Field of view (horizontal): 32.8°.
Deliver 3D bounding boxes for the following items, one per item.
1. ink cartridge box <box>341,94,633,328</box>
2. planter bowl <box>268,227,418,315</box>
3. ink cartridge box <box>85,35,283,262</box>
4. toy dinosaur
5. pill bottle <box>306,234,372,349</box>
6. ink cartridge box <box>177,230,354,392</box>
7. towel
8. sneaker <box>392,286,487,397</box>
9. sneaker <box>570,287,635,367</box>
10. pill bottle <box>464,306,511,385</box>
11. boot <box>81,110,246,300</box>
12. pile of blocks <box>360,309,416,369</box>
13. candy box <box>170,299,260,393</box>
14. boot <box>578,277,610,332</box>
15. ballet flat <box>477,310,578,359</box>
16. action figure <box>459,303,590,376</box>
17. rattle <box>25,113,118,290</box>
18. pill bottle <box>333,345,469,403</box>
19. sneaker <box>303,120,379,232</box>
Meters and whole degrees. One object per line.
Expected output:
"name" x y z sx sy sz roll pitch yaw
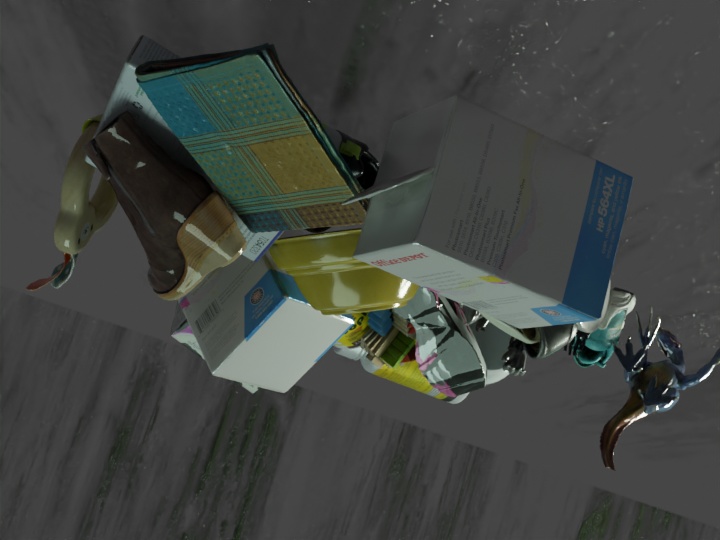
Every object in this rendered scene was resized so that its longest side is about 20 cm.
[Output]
"ink cartridge box" 0.096 -0.047 0.995 0.198 0.127 0.128 23 167 -21
"planter bowl" 0.000 0.000 1.259 0.197 0.085 0.200 -7 180 0
"ink cartridge box" -0.144 -0.105 1.129 0.198 0.044 0.196 30 150 -11
"toy dinosaur" 0.317 0.115 1.352 0.105 0.201 0.181 42 -175 21
"pill bottle" -0.044 0.024 1.560 0.108 0.111 0.200 12 167 26
"ink cartridge box" -0.123 0.012 1.387 0.124 0.129 0.201 21 -149 -49
"towel" -0.086 -0.105 1.028 0.145 0.022 0.201 -2 140 34
"sneaker" 0.098 0.051 1.414 0.079 0.087 0.202 -10 120 28
"sneaker" 0.260 0.071 1.391 0.076 0.081 0.200 16 168 9
"pill bottle" 0.144 0.091 1.562 0.115 0.118 0.200 19 168 -4
"boot" -0.197 -0.061 1.157 0.167 0.073 0.199 47 151 -10
"pile of blocks" 0.049 0.075 1.571 0.062 0.082 0.202 35 150 24
"candy box" -0.159 0.038 1.546 0.136 0.202 0.061 38 121 -24
"boot" 0.183 -0.006 1.218 0.089 0.073 0.200 19 162 34
"ballet flat" 0.121 -0.001 1.108 0.201 0.068 0.068 49 164 -7
"action figure" 0.166 0.047 1.362 0.119 0.103 0.199 40 165 -19
"rattle" -0.258 -0.054 1.309 0.141 0.203 0.130 19 168 -8
"pill bottle" 0.067 0.105 1.745 0.197 0.116 0.114 21 168 -16
"sneaker" -0.019 -0.078 1.164 0.081 0.073 0.200 15 168 8
